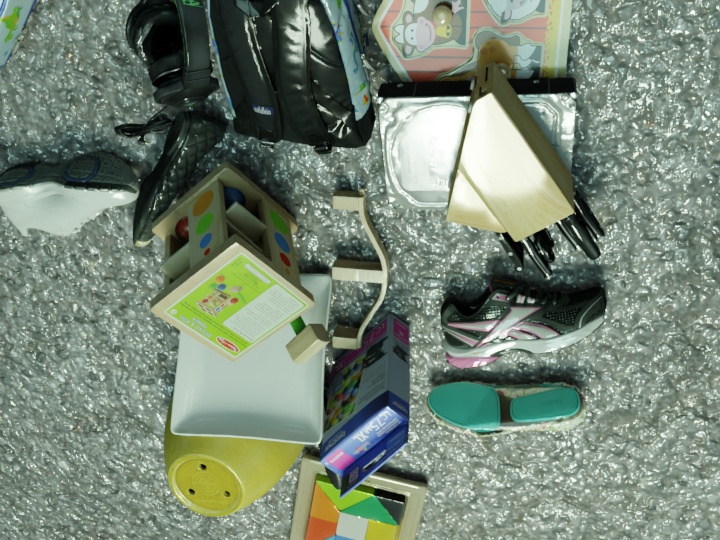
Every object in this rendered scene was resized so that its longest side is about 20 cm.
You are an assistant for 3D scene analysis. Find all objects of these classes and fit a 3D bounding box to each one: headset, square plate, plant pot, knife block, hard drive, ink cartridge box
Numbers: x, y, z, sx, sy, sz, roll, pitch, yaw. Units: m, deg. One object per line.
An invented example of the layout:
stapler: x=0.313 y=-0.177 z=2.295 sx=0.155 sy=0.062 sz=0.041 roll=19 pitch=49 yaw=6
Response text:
headset: x=-0.200 y=-0.207 z=0.749 sx=0.124 sy=0.093 sz=0.201 roll=61 pitch=152 yaw=22
square plate: x=-0.132 y=0.104 z=0.927 sx=0.195 sy=0.028 sz=0.203 roll=1 pitch=80 yaw=14
plant pot: x=-0.179 y=0.236 z=0.998 sx=0.197 sy=0.142 sz=0.203 roll=5 pitch=119 yaw=8
knife block: x=0.177 y=-0.087 z=0.744 sx=0.173 sy=0.064 sz=0.202 roll=10 pitch=131 yaw=2
hard drive: x=0.121 y=-0.128 z=0.789 sx=0.197 sy=0.038 sz=0.141 roll=1 pitch=131 yaw=10
ink cartridge box: x=0.007 y=0.151 z=0.880 sx=0.042 sy=0.201 sz=0.119 roll=35 pitch=119 yaw=-21

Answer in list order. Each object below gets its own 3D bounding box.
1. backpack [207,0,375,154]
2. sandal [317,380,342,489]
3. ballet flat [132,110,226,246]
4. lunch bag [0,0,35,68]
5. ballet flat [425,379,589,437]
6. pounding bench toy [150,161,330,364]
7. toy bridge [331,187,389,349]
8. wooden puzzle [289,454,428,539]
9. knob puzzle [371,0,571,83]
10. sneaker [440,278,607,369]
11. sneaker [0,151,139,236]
backpack: x=-0.069 y=-0.227 z=0.722 sx=0.161 sy=0.156 sz=0.200 roll=8 pitch=159 yaw=18
sandal: x=-0.042 y=0.194 z=0.995 sx=0.045 sy=0.075 sz=0.202 roll=-21 pitch=112 yaw=-17
ballet flat: x=-0.219 y=-0.098 z=0.878 sx=0.056 sy=0.067 sz=0.201 roll=13 pitch=130 yaw=-34
lunch bag: x=-0.449 y=-0.314 z=0.798 sx=0.199 sy=0.083 sz=0.161 roll=36 pitch=120 yaw=-8
ballet flat: x=0.182 y=0.178 z=0.939 sx=0.197 sy=0.077 sz=0.064 roll=0 pitch=151 yaw=18
pounding bench toy: x=-0.124 y=0.004 z=0.864 sx=0.124 sy=0.157 sz=0.200 roll=-35 pitch=131 yaw=18
toy bridge: x=0.000 y=0.000 z=0.894 sx=0.066 sy=0.027 sz=0.203 roll=5 pitch=113 yaw=8
wooden puzzle: x=-0.009 y=0.364 z=1.090 sx=0.182 sy=0.037 sz=0.202 roll=12 pitch=119 yaw=5
knob puzzle: x=0.108 y=-0.241 z=0.751 sx=0.216 sy=0.031 sz=0.222 roll=5 pitch=119 yaw=9
sneaker: x=0.181 y=0.048 z=0.865 sx=0.198 sy=0.080 sz=0.087 roll=-18 pitch=102 yaw=14
sneaker: x=-0.349 y=-0.088 z=0.914 sx=0.197 sy=0.075 sz=0.088 roll=-1 pitch=129 yaw=20
